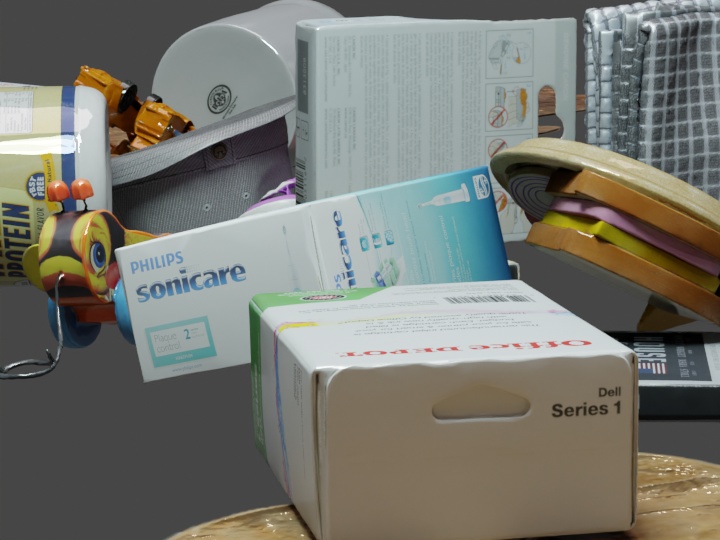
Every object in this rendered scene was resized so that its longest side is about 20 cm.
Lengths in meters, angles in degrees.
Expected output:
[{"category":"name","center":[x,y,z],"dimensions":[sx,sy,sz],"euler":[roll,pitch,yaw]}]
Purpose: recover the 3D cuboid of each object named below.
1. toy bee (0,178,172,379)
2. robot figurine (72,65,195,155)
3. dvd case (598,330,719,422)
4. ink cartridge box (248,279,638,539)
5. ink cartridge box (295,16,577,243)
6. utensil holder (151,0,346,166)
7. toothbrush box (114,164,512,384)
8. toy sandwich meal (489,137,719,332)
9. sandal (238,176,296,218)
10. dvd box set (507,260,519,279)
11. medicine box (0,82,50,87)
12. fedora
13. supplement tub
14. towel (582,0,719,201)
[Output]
[{"category":"toy bee","center":[-0.153,-0.004,1.426],"dimensions":[0.130,0.109,0.200],"euler":[-4,6,5]},{"category":"robot figurine","center":[-0.203,-0.129,2.165],"dimensions":[0.145,0.058,0.200],"euler":[29,-6,12]},{"category":"dvd case","center":[0.106,0.058,1.291],"dimensions":[0.199,0.025,0.150],"euler":[-1,9,6]},{"category":"ink cartridge box","center":[0.033,0.062,1.083],"dimensions":[0.144,0.084,0.200],"euler":[-3,9,-10]},{"category":"ink cartridge box","center":[0.053,-0.097,1.626],"dimensions":[0.199,0.161,0.047],"euler":[-5,12,-22]},{"category":"utensil holder","center":[-0.099,-0.179,2.329],"dimensions":[0.169,0.171,0.200],"euler":[3,11,21]},{"category":"toothbrush box","center":[-0.024,0.001,1.379],"dimensions":[0.146,0.086,0.200],"euler":[-12,1,33]},{"category":"toy sandwich meal","center":[0.157,-0.011,1.385],"dimensions":[0.205,0.070,0.205],"euler":[24,-10,5]},{"category":"sandal","center":[-0.046,-0.048,1.768],"dimensions":[0.082,0.050,0.203],"euler":[-16,-8,14]},{"category":"dvd box set","center":[0.000,0.000,1.632],"dimensions":[0.146,0.030,0.200],"euler":[-6,11,-26]},{"category":"medicine box","center":[-0.389,-0.119,2.186],"dimensions":[0.182,0.103,0.200],"euler":[-10,12,-41]},{"category":"fedora","center":[-0.119,-0.067,1.823],"dimensions":[0.200,0.091,0.177],"euler":[-22,7,-34]},{"category":"supplement tub","center":[-0.280,-0.059,1.676],"dimensions":[0.199,0.145,0.144],"euler":[-2,9,-4]},{"category":"towel","center":[0.255,-0.101,1.702],"dimensions":[0.165,0.201,0.086],"euler":[-5,11,-19]}]
